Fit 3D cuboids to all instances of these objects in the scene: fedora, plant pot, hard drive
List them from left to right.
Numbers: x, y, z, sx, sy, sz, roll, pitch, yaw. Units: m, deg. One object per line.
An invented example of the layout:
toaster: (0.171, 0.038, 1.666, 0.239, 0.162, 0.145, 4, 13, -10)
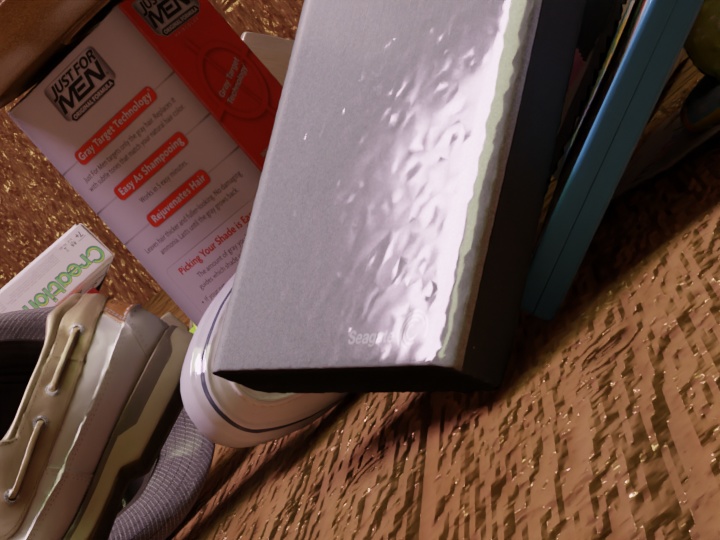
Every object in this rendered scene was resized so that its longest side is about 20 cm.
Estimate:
fedora: (-0.172, 0.111, 0.965, 0.200, 0.177, 0.090, -23, -38, -27)
plant pot: (-0.121, -0.134, 0.914, 0.200, 0.028, 0.200, -40, 7, 6)
hard drive: (0.018, -0.053, 0.726, 0.139, 0.033, 0.201, -5, 67, 50)

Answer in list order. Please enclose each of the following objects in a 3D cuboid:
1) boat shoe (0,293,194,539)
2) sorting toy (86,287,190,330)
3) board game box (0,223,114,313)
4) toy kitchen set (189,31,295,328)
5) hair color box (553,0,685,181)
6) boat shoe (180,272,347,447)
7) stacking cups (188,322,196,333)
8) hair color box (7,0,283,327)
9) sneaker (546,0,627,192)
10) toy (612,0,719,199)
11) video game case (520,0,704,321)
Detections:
boat shoe: (-0.142, 0.103, 0.858, 0.200, 0.068, 0.075, -62, -5, -22)
sorting toy: (-0.216, 0.118, 1.208, 0.199, 0.070, 0.200, -45, -6, -38)
board game box: (-0.240, 0.067, 1.219, 0.200, 0.035, 0.126, -45, -6, -31)
toy kitchen set: (-0.005, -0.045, 1.268, 0.163, 0.180, 0.201, 146, 131, -71)
hair color box: (0.064, -0.150, 0.948, 0.061, 0.200, 0.099, -37, 7, 31)
boat shoe: (0.000, 0.000, 0.877, 0.200, 0.074, 0.067, -45, 5, -35)
stacking cups: (-0.111, 0.088, 1.100, 0.200, 0.060, 0.061, -46, 5, 8)
hair color box: (-0.066, -0.038, 0.963, 0.101, 0.200, 0.061, -36, 9, 38)
sneaker: (0.053, -0.084, 0.784, 0.070, 0.082, 0.201, 43, -108, -87)
toy: (0.159, -0.103, 0.740, 0.115, 0.047, 0.200, -44, 7, -30)
video game case: (0.104, -0.082, 0.742, 0.200, 0.018, 0.143, -62, -5, -64)
